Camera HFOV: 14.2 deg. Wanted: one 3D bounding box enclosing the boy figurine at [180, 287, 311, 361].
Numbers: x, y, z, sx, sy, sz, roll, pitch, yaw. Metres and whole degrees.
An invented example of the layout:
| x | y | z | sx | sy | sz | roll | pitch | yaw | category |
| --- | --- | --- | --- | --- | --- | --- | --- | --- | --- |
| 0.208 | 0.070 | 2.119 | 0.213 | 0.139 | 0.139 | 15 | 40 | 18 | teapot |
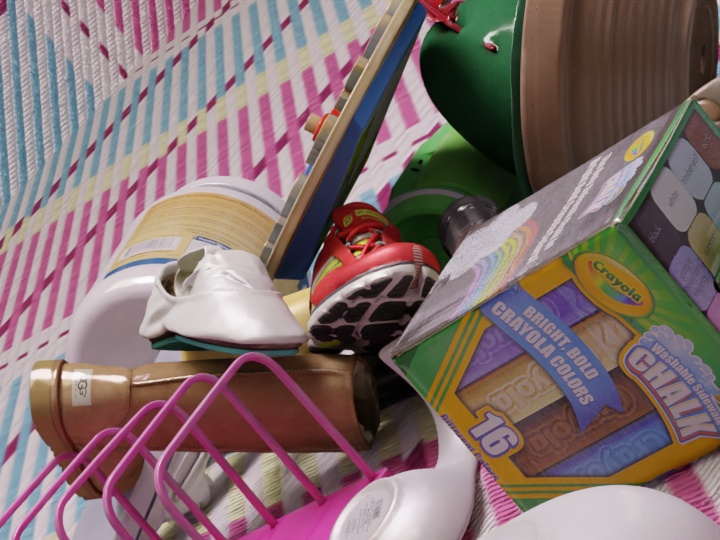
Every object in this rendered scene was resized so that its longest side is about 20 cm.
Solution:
| x | y | z | sx | sy | sz | roll | pitch | yaw | category |
| --- | --- | --- | --- | --- | --- | --- | --- | --- | --- |
| -0.040 | 0.030 | 1.881 | 0.200 | 0.064 | 0.124 | -23 | 0 | -33 | boy figurine |

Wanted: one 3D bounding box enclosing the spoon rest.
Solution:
| x | y | z | sx | sy | sz | roll | pitch | yaw | category |
| --- | --- | --- | --- | --- | --- | --- | --- | --- | --- |
| 0.029 | 0.115 | 1.549 | 0.099 | 0.061 | 0.200 | -34 | 27 | 34 | spoon rest |

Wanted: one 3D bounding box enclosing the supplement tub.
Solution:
| x | y | z | sx | sy | sz | roll | pitch | yaw | category |
| --- | --- | --- | --- | --- | --- | --- | --- | --- | --- |
| -0.115 | 0.028 | 2.055 | 0.145 | 0.145 | 0.200 | -35 | 13 | 25 | supplement tub |

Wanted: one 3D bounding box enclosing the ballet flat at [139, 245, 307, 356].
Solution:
| x | y | z | sx | sy | sz | roll | pitch | yaw | category |
| --- | --- | --- | --- | --- | --- | --- | --- | --- | --- |
| -0.086 | 0.017 | 1.717 | 0.069 | 0.069 | 0.200 | -45 | 14 | -15 | ballet flat |

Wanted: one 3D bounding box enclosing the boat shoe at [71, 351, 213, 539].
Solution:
| x | y | z | sx | sy | sz | roll | pitch | yaw | category |
| --- | --- | --- | --- | --- | --- | --- | --- | --- | --- |
| -0.127 | 0.135 | 1.906 | 0.200 | 0.065 | 0.074 | -64 | 24 | -7 | boat shoe |

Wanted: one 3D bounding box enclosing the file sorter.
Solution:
| x | y | z | sx | sy | sz | roll | pitch | yaw | category |
| --- | --- | --- | --- | --- | --- | --- | --- | --- | --- |
| -0.108 | 0.150 | 1.651 | 0.200 | 0.125 | 0.139 | -30 | 16 | 44 | file sorter |

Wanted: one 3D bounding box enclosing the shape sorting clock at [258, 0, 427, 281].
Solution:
| x | y | z | sx | sy | sz | roll | pitch | yaw | category |
| --- | --- | --- | --- | --- | --- | --- | --- | --- | --- |
| -0.015 | -0.082 | 1.758 | 0.200 | 0.039 | 0.200 | 24 | -90 | -88 | shape sorting clock |

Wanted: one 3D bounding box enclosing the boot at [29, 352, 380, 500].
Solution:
| x | y | z | sx | sy | sz | roll | pitch | yaw | category |
| --- | --- | --- | --- | --- | --- | --- | --- | --- | --- |
| -0.086 | 0.098 | 1.776 | 0.200 | 0.066 | 0.175 | -2 | -17 | 10 | boot |

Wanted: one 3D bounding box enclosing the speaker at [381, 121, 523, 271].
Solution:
| x | y | z | sx | sy | sz | roll | pitch | yaw | category |
| --- | --- | --- | --- | --- | --- | --- | --- | --- | --- |
| 0.066 | -0.039 | 1.852 | 0.088 | 0.088 | 0.200 | -36 | 9 | 24 | speaker |

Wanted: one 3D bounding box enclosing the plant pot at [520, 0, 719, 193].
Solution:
| x | y | z | sx | sy | sz | roll | pitch | yaw | category |
| --- | --- | --- | --- | --- | --- | --- | --- | --- | --- |
| 0.164 | -0.131 | 1.768 | 0.093 | 0.201 | 0.201 | 4 | 31 | 18 | plant pot |

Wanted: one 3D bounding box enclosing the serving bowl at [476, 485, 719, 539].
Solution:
| x | y | z | sx | sy | sz | roll | pitch | yaw | category |
| --- | --- | --- | --- | --- | --- | --- | --- | --- | --- |
| 0.064 | 0.159 | 1.234 | 0.200 | 0.066 | 0.200 | -40 | 12 | 11 | serving bowl |

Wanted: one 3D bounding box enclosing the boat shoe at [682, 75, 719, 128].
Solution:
| x | y | z | sx | sy | sz | roll | pitch | yaw | category |
| --- | --- | --- | --- | --- | --- | --- | --- | --- | --- |
| 0.233 | -0.088 | 1.608 | 0.200 | 0.072 | 0.068 | -49 | -21 | 3 | boat shoe |

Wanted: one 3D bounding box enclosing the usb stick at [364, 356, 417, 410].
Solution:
| x | y | z | sx | sy | sz | roll | pitch | yaw | category |
| --- | --- | --- | --- | --- | --- | --- | --- | --- | --- |
| 0.056 | 0.044 | 1.742 | 0.200 | 0.033 | 0.055 | -26 | 28 | 50 | usb stick |

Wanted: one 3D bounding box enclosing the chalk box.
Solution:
| x | y | z | sx | sy | sz | roll | pitch | yaw | category |
| --- | --- | --- | --- | --- | --- | --- | --- | --- | --- |
| 0.139 | 0.014 | 1.379 | 0.200 | 0.124 | 0.124 | -31 | 15 | 38 | chalk box |

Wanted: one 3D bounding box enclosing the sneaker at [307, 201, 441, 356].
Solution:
| x | y | z | sx | sy | sz | roll | pitch | yaw | category |
| --- | --- | --- | --- | --- | --- | --- | --- | --- | --- |
| 0.000 | 0.000 | 1.683 | 0.077 | 0.085 | 0.200 | -1 | -9 | -12 | sneaker |

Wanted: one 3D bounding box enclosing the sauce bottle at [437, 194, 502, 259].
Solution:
| x | y | z | sx | sy | sz | roll | pitch | yaw | category |
| --- | --- | --- | --- | --- | --- | --- | --- | --- | --- |
| 0.081 | 0.013 | 1.613 | 0.066 | 0.066 | 0.200 | -40 | 25 | 5 | sauce bottle |

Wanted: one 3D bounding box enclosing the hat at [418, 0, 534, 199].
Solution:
| x | y | z | sx | sy | sz | roll | pitch | yaw | category |
| --- | --- | --- | --- | --- | --- | --- | --- | --- | --- |
| 0.041 | -0.129 | 1.829 | 0.176 | 0.166 | 0.200 | 3 | 34 | 17 | hat |
